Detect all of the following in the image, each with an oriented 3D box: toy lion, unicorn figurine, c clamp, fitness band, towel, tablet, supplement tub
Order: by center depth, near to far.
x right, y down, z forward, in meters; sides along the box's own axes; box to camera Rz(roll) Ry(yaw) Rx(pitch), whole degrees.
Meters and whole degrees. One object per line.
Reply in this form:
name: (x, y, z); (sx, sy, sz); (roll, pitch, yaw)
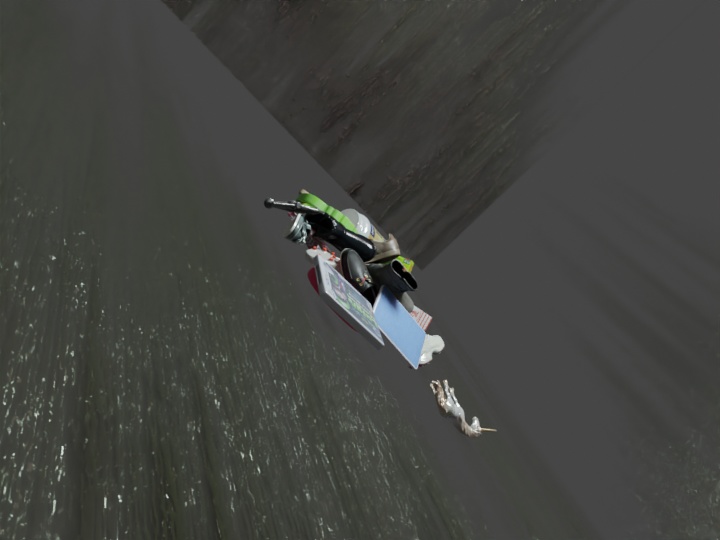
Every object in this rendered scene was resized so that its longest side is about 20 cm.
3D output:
fitness band: (-0.050, 0.066, 1.391); (0.200, 0.037, 0.144); (45, 10, -18)
c clamp: (-0.183, -0.167, 1.471); (0.167, 0.028, 0.198); (7, 3, -31)
tablet: (0.100, 0.148, 1.493); (0.201, 0.013, 0.132); (49, 40, -21)
unicorn figurine: (0.250, 0.369, 1.521); (0.197, 0.074, 0.139); (23, 33, -38)
towel: (-0.132, -0.092, 1.680); (0.146, 0.030, 0.201); (40, 12, -49)
toy lion: (-0.102, -0.162, 1.772); (0.200, 0.069, 0.190); (44, -16, -27)
supplement tub: (-0.006, -0.098, 1.930); (0.200, 0.144, 0.145); (45, 8, -46)

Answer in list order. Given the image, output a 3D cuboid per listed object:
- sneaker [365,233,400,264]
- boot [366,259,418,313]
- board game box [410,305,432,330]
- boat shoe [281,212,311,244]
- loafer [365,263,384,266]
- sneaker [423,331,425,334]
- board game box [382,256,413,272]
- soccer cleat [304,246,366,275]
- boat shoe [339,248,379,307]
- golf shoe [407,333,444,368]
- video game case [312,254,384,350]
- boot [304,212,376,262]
sneaker: (0.019, -0.052, 1.734); (0.071, 0.194, 0.077); (95, -20, -71)
boot: (0.106, 0.053, 1.530); (0.129, 0.069, 0.200); (-4, -43, 51)
board game box: (0.108, 0.102, 1.726); (0.150, 0.047, 0.199); (34, -4, -21)
boat shoe: (-0.156, -0.102, 1.471); (0.062, 0.073, 0.200); (42, 4, -8)
loafer: (0.000, 0.000, 1.663); (0.198, 0.063, 0.073); (2, 50, -53)
sneaker: (0.118, 0.175, 1.663); (0.088, 0.081, 0.200); (33, -7, 41)
board game box: (0.056, -0.014, 1.785); (0.196, 0.104, 0.048); (22, -2, 16)
soccer cleat: (-0.067, -0.002, 1.519); (0.196, 0.079, 0.070); (17, 23, -35)
boat shoe: (0.008, 0.037, 1.487); (0.063, 0.073, 0.206); (-7, -74, 59)
golf shoe: (0.180, 0.204, 1.618); (0.199, 0.074, 0.094); (-23, 92, -63)
video game case: (-0.029, 0.069, 1.322); (0.200, 0.023, 0.183); (45, 13, -26)
boot: (-0.057, -0.094, 1.621); (0.197, 0.078, 0.168); (29, 0, 14)
